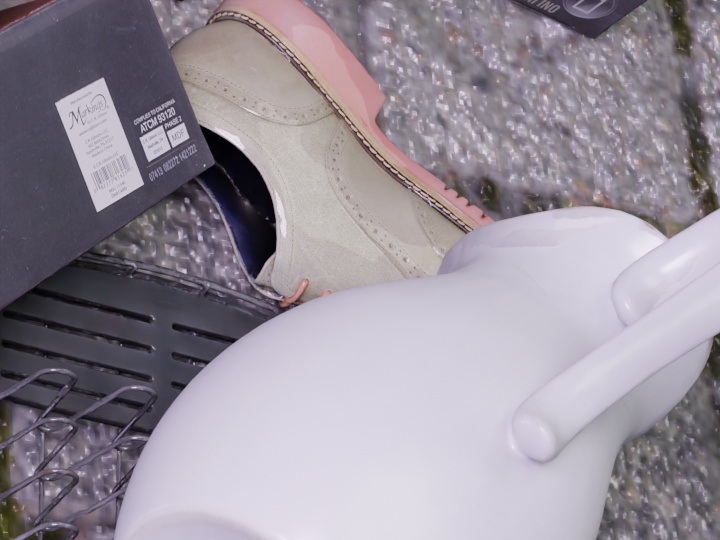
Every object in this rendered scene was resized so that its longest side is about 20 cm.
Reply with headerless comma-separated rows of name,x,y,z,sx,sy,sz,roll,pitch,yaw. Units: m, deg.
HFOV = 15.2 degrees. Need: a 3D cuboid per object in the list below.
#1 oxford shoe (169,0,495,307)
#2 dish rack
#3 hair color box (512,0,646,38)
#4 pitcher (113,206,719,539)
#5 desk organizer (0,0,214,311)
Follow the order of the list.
oxford shoe,0.000,0.000,0.909,0.200,0.071,0.074,48,60,2
dish rack,-0.052,0.085,0.819,0.153,0.055,0.200,17,56,-32
hair color box,0.070,-0.204,1.074,0.109,0.065,0.200,22,56,-29
pitcher,0.035,0.045,0.756,0.121,0.171,0.200,55,43,-3
desk organizer,-0.135,-0.022,0.792,0.200,0.077,0.072,-39,112,-53
